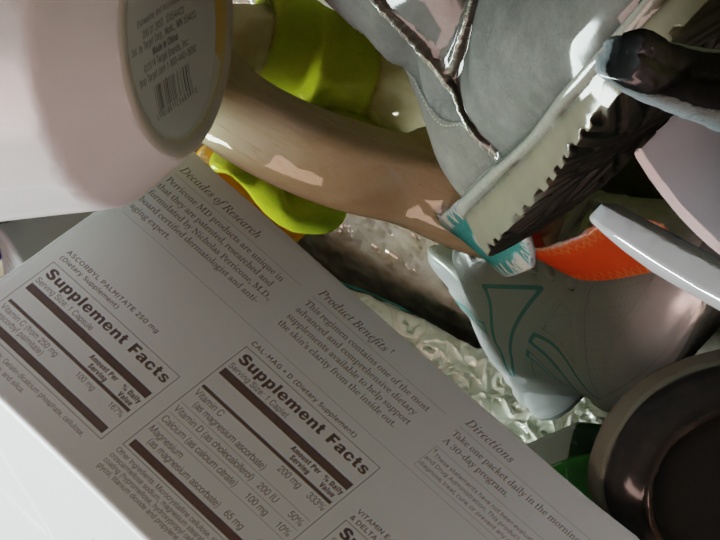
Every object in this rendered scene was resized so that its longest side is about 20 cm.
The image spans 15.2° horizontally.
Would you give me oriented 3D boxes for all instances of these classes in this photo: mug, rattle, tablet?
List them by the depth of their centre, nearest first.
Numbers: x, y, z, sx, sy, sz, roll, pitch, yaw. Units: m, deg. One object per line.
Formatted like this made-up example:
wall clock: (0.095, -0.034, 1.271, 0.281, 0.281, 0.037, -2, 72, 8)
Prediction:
tablet: (0.161, 0.039, 0.734, 0.200, 0.014, 0.130, 25, -175, -40)
mug: (-0.120, -0.094, 0.830, 0.153, 0.187, 0.149, 3, 155, 21)
rattle: (0.000, 0.000, 0.887, 0.200, 0.143, 0.130, 38, -169, 33)

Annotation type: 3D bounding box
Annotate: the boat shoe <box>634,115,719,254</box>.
boat shoe: (0.157, -0.024, 0.795, 0.199, 0.068, 0.074, 29, 109, -8)

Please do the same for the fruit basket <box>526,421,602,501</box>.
fruit basket: (0.133, 0.102, 0.961, 0.185, 0.199, 0.094, 147, 117, -63)

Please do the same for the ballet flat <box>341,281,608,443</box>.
ballet flat: (0.030, 0.059, 1.078, 0.200, 0.072, 0.072, 22, 149, 28)

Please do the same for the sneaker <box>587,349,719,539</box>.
sneaker: (0.171, 0.082, 0.816, 0.199, 0.075, 0.106, 14, -167, -26)

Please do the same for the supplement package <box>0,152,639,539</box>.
supplement package: (-0.028, 0.092, 0.864, 0.200, 0.111, 0.156, 41, 152, 23)

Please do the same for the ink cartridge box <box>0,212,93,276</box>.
ink cartridge box: (-0.081, 0.069, 1.144, 0.146, 0.083, 0.200, 55, 160, 25)

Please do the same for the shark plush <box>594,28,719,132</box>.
shark plush: (0.134, -0.014, 0.682, 0.083, 0.200, 0.091, -36, 64, 32)

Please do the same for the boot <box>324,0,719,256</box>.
boot: (0.014, -0.116, 0.725, 0.200, 0.072, 0.182, 58, 146, 8)

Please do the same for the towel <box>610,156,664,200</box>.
towel: (0.100, -0.042, 0.890, 0.200, 0.018, 0.086, 39, 152, -4)

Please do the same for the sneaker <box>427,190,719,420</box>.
sneaker: (0.072, 0.003, 0.912, 0.080, 0.070, 0.200, 44, 163, -7)
